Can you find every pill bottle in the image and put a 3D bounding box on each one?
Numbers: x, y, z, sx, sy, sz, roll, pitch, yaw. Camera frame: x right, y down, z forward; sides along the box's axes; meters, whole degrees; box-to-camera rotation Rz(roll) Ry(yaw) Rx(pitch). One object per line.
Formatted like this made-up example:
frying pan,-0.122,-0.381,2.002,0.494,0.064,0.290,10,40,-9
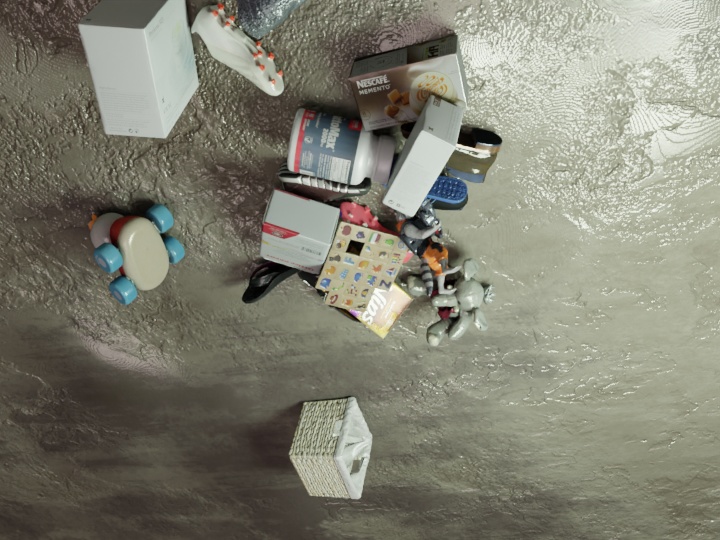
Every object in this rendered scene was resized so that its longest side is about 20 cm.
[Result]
pill bottle,-0.035,-0.233,1.396,0.195,0.121,0.121,12,132,-1

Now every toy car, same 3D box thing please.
toy car,-0.537,-0.059,1.632,0.197,0.184,0.179,21,140,31

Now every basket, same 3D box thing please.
basket,-0.076,0.484,1.969,0.157,0.200,0.202,-5,130,19

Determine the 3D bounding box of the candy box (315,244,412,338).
candy box,0.010,0.047,1.634,0.199,0.056,0.117,39,89,-24

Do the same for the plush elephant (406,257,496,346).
plush elephant,0.208,0.061,1.571,0.196,0.168,0.155,-14,170,2

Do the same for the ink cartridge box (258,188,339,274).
ink cartridge box,-0.133,-0.077,1.516,0.143,0.084,0.200,17,161,-5

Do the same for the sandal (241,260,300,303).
sandal,-0.207,0.004,1.662,0.199,0.076,0.048,-35,124,22

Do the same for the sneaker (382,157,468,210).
sneaker,0.122,-0.166,1.461,0.196,0.071,0.078,20,165,12

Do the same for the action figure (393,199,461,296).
action figure,0.127,-0.059,1.454,0.104,0.195,0.200,-32,157,1

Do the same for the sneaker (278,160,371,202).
sneaker,-0.070,-0.162,1.504,0.196,0.076,0.117,12,139,12

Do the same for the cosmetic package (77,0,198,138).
cosmetic package,-0.382,-0.376,1.278,0.120,0.201,0.203,4,132,7

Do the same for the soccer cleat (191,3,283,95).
soccer cleat,-0.223,-0.395,1.329,0.077,0.070,0.200,-31,112,37

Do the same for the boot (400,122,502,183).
boot,0.167,-0.225,1.397,0.195,0.075,0.098,10,129,-2

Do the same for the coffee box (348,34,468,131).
coffee box,0.090,-0.338,1.309,0.196,0.081,0.116,-7,129,16

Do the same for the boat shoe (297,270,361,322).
boat shoe,-0.063,0.048,1.678,0.198,0.068,0.072,35,129,-18

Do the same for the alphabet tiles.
alphabet tiles,0.000,0.000,1.550,0.164,0.008,0.203,13,119,-20

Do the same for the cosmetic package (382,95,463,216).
cosmetic package,0.112,-0.204,1.313,0.073,0.103,0.201,23,143,-7

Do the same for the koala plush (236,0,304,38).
koala plush,-0.172,-0.502,1.169,0.175,0.185,0.201,-27,110,28

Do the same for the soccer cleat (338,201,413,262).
soccer cleat,0.027,-0.075,1.560,0.198,0.068,0.076,30,134,-19
